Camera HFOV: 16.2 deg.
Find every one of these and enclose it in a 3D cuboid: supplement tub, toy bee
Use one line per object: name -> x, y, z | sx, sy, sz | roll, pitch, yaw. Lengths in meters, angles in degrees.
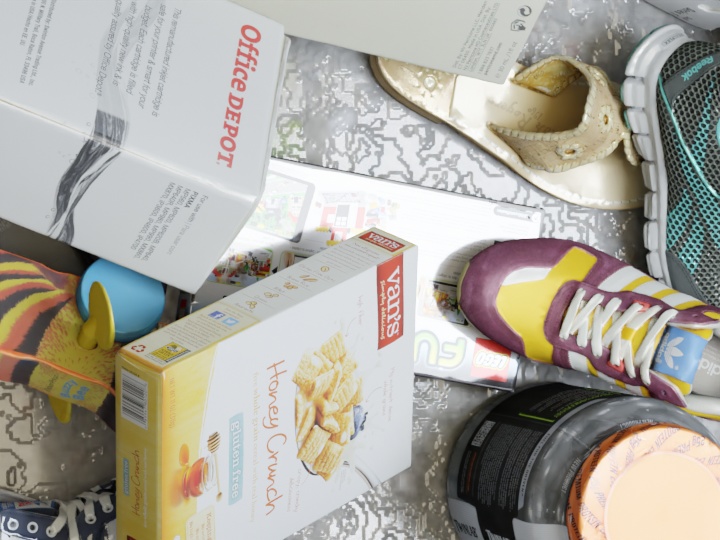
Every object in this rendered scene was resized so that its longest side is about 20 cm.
supplement tub -> 0.131, 0.127, 1.401 | 0.122, 0.200, 0.123 | 0, 91, -15
toy bee -> -0.128, 0.048, 1.335 | 0.199, 0.131, 0.109 | 0, 63, 3

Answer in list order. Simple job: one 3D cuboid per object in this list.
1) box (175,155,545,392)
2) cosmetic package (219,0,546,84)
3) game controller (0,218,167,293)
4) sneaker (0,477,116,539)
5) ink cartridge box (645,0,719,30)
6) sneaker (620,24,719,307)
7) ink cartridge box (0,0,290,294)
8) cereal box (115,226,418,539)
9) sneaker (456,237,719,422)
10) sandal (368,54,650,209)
box -> 0.000, 0.000, 1.449 | 0.199, 0.035, 0.110 | 11, 88, -15
cosmetic package -> -0.003, -0.181, 1.404 | 0.199, 0.071, 0.105 | 11, 44, -16
game controller -> -0.194, -0.042, 1.399 | 0.104, 0.042, 0.200 | -31, 98, 2
sneaker -> -0.138, 0.132, 1.395 | 0.108, 0.070, 0.200 | 43, 83, -14
ink cartridge box -> 0.222, -0.250, 1.449 | 0.084, 0.146, 0.200 | 23, 84, -11
sneaker -> 0.212, -0.042, 1.457 | 0.078, 0.091, 0.200 | -34, 119, -33
ink cartridge box -> -0.148, -0.095, 1.316 | 0.200, 0.084, 0.145 | 22, 43, -14
cereal box -> -0.047, 0.075, 1.336 | 0.200, 0.039, 0.144 | -26, 128, -42
sneaker -> 0.154, 0.033, 1.421 | 0.199, 0.090, 0.075 | 16, 93, -12
sandal -> 0.109, -0.091, 1.459 | 0.211, 0.070, 0.078 | 23, 85, -14
